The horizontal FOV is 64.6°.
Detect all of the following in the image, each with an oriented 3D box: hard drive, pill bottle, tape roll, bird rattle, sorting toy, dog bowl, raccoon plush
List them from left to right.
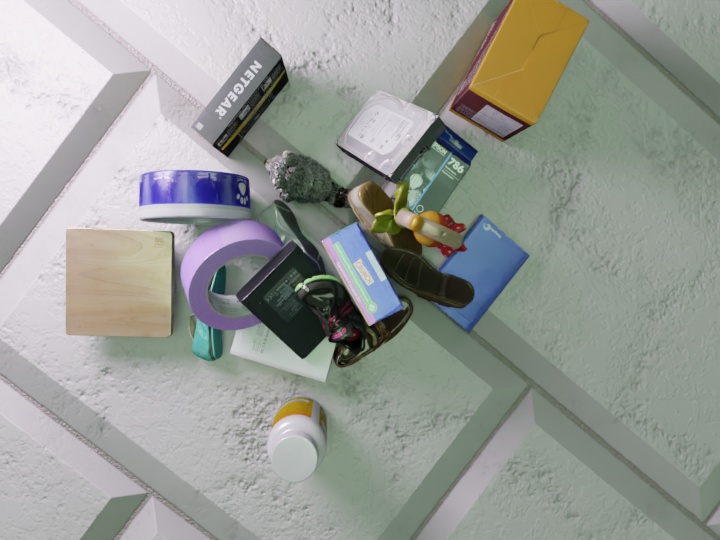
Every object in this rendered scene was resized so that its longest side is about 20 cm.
[{"bbox_3d":[-0.457,0.022,1.105,0.196,0.070,0.203,2,93,-4],"label":"sorting toy"},{"bbox_3d":[-0.300,-0.129,1.040,0.196,0.200,0.081,-1,91,-3],"label":"dog bowl"},{"bbox_3d":[-0.220,0.011,1.035,0.197,0.066,0.203,-17,133,-19],"label":"tape roll"},{"bbox_3d":[-0.145,0.129,1.132,0.196,0.027,0.134,16,83,2],"label":"hard drive"},{"bbox_3d":[-0.115,0.059,1.046,0.140,0.033,0.201,-45,130,-7],"label":"hard drive"},{"bbox_3d":[-0.118,0.318,1.074,0.109,0.200,0.113,0,93,-3],"label":"pill bottle"},{"bbox_3d":[-0.084,-0.176,1.081,0.196,0.134,0.099,4,92,-3],"label":"raccoon plush"},{"bbox_3d":[0.050,-0.254,1.064,0.140,0.200,0.038,-50,135,2],"label":"hard drive"},{"bbox_3d":[0.122,-0.072,1.046,0.198,0.163,0.114,31,96,-21],"label":"bird rattle"},{"bbox_3d":[0.233,0.006,1.163,0.131,0.025,0.201,39,91,-4],"label":"hard drive"}]

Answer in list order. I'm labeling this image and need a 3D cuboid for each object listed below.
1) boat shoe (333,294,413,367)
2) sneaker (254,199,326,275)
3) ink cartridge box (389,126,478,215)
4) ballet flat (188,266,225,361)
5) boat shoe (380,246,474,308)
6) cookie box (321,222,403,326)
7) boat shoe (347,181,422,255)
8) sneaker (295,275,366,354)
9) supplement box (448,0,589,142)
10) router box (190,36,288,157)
[{"bbox_3d":[0.027,0.125,1.135,0.199,0.072,0.073,-35,94,0],"label":"boat shoe"},{"bbox_3d":[-0.137,-0.037,1.128,0.080,0.070,0.202,-31,95,19],"label":"sneaker"},{"bbox_3d":[0.147,-0.189,1.142,0.099,0.039,0.202,34,90,-4],"label":"ink cartridge box"},{"bbox_3d":[-0.307,0.076,1.121,0.069,0.067,0.204,3,91,11],"label":"ballet flat"},{"bbox_3d":[0.121,0.024,1.107,0.198,0.068,0.073,29,69,-4],"label":"boat shoe"},{"bbox_3d":[0.000,0.000,1.063,0.074,0.200,0.173,-29,94,-1],"label":"cookie box"},{"bbox_3d":[0.049,-0.092,1.125,0.074,0.069,0.201,-51,118,-23],"label":"boat shoe"},{"bbox_3d":[-0.042,0.080,1.022,0.076,0.085,0.200,-32,130,15],"label":"sneaker"},{"bbox_3d":[0.282,-0.373,1.057,0.131,0.200,0.200,28,92,-4],"label":"supplement box"},{"bbox_3d":[-0.218,-0.313,1.056,0.052,0.157,0.201,39,90,-5],"label":"router box"}]
